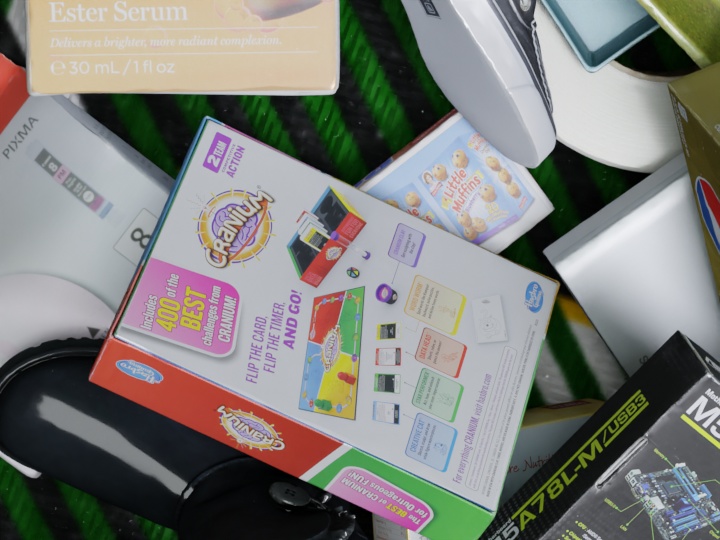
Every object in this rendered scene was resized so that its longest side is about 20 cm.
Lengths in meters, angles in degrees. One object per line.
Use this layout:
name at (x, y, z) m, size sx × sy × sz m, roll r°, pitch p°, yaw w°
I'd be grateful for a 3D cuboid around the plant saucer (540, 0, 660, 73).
plant saucer at (0.175, -0.182, 1.227) m, size 0.199 × 0.019 × 0.070 m, roll -34°, pitch 98°, yaw 4°

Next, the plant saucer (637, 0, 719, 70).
plant saucer at (0.193, -0.207, 1.176) m, size 0.200 × 0.048 × 0.200 m, roll -44°, pitch 113°, yaw 8°

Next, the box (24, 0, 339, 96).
box at (-0.087, -0.188, 1.211) m, size 0.151 × 0.106 × 0.202 m, roll -2°, pitch 99°, yaw -1°

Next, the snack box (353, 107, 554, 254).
snack box at (0.000, 0.000, 1.282) m, size 0.200 × 0.024 × 0.072 m, roll -37°, pitch 98°, yaw 4°

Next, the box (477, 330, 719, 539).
box at (0.157, 0.154, 1.222) m, size 0.200 × 0.048 × 0.193 m, roll 36°, pitch 102°, yaw -30°

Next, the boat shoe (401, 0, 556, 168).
boat shoe at (0.057, -0.141, 1.194) m, size 0.068 × 0.072 × 0.201 m, roll -41°, pitch 121°, yaw -17°

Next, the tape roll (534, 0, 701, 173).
tape roll at (0.154, -0.151, 1.259) m, size 0.201 × 0.037 × 0.204 m, roll 0°, pitch 99°, yaw -1°

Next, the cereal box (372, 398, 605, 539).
cereal box at (0.076, 0.174, 1.272) m, size 0.143 × 0.039 × 0.202 m, roll -8°, pitch 98°, yaw -32°

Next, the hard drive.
hard drive at (0.208, -0.017, 1.264) m, size 0.199 × 0.027 × 0.132 m, roll -35°, pitch 119°, yaw 4°

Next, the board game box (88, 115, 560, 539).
board game box at (-0.013, 0.029, 1.203) m, size 0.199 × 0.154 × 0.040 m, roll 26°, pitch 139°, yaw -5°

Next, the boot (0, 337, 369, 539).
boot at (-0.079, 0.112, 1.195) m, size 0.199 × 0.168 × 0.077 m, roll 18°, pitch 107°, yaw -19°

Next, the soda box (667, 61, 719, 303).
soda box at (0.208, -0.007, 1.207) m, size 0.064 × 0.068 × 0.201 m, roll -23°, pitch 124°, yaw -4°

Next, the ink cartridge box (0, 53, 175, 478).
ink cartridge box at (-0.195, -0.018, 1.263) m, size 0.200 × 0.057 × 0.163 m, roll 37°, pitch 96°, yaw -11°
